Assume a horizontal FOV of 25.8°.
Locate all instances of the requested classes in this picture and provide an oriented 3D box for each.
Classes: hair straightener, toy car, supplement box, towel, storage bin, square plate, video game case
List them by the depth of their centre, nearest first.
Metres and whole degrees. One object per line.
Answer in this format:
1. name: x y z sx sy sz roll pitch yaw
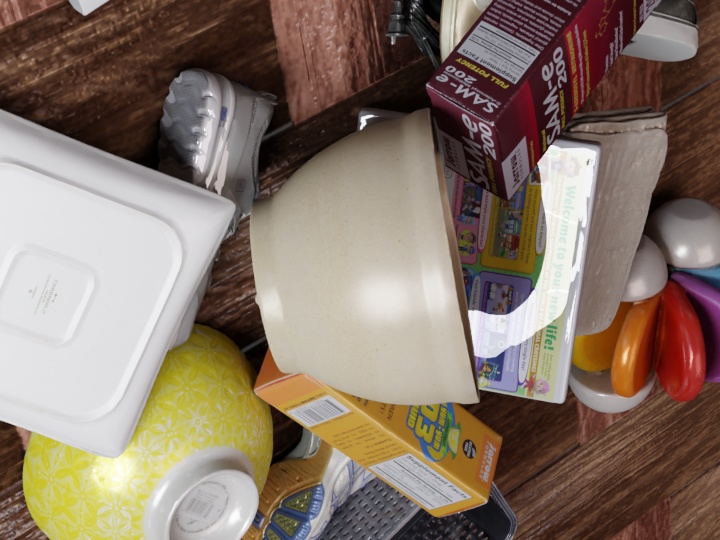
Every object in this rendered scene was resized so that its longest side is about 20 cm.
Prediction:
1. square plate: -0.204 0.014 1.004 0.197 0.028 0.201 21 105 -22
2. supplement box: 0.131 -0.159 1.084 0.200 0.061 0.109 -52 156 -14
3. hair straightener: 0.028 -0.191 1.109 0.200 0.041 0.078 44 57 -54
4. video game case: 0.078 -0.011 1.176 0.022 0.180 0.202 -49 147 -69
5. supplement box: 0.017 0.109 1.193 0.200 0.069 0.067 38 50 -28
6. towel: 0.169 -0.033 1.234 0.132 0.034 0.202 -7 122 -37
7. storage bin: 0.023 0.235 1.351 0.200 0.094 0.136 -43 136 -9
8. toy car: 0.283 0.046 1.408 0.199 0.150 0.176 -23 129 -28

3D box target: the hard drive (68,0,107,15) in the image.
1. hard drive: -0.116 -0.263 0.955 0.199 0.027 0.133 -38 135 -17

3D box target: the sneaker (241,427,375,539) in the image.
1. sneaker: -0.021 0.169 1.283 0.088 0.075 0.201 21 103 -46

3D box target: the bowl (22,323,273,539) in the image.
1. bowl: -0.135 0.151 1.151 0.199 0.108 0.202 -21 128 -29

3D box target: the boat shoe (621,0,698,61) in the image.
1. boat shoe: 0.183 -0.214 1.223 0.199 0.070 0.064 10 78 -35

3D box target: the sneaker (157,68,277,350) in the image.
1. sneaker: -0.103 -0.035 1.079 0.081 0.075 0.202 1 115 -40

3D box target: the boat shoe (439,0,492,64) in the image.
1. boat shoe: 0.103 -0.210 1.117 0.072 0.064 0.202 -20 120 -64

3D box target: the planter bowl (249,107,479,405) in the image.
1. planter bowl: 0.000 0.000 1.068 0.133 0.201 0.201 -9 130 6
